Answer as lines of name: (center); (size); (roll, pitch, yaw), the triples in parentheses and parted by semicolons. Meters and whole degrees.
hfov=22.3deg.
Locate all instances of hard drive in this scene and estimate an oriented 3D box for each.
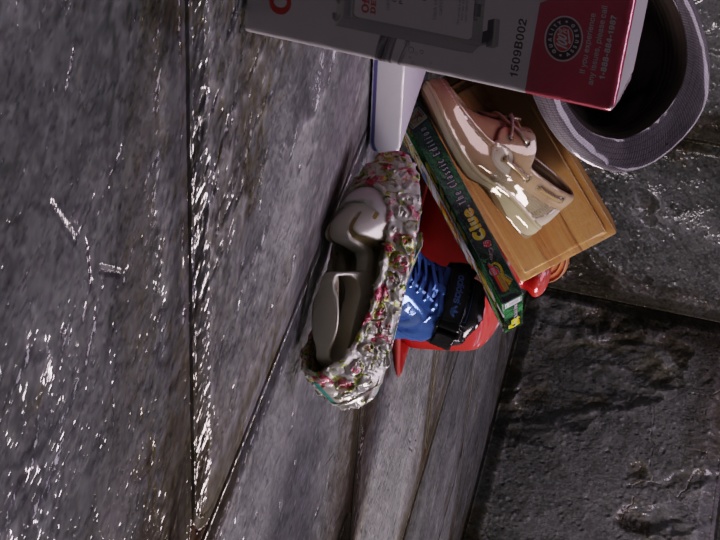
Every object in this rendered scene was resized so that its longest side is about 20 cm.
hard drive: (0.044, -0.207, 1.446); (0.132, 0.025, 0.200); (92, 12, -47)

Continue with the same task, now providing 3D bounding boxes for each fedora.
fedora: (0.205, -0.191, 1.586); (0.177, 0.090, 0.200); (-45, 120, -10)

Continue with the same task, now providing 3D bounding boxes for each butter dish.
butter dish: (0.109, -0.010, 1.745); (0.200, 0.147, 0.200); (88, 15, -58)

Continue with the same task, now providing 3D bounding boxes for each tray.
tray: (0.138, -0.094, 1.624); (0.200, 0.098, 0.037); (56, 15, -23)

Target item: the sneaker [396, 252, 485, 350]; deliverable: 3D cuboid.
sneaker: (0.049, 0.004, 1.475); (0.200, 0.111, 0.077); (86, 18, -62)

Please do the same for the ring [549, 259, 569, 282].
ring: (0.142, -0.077, 1.799); (0.019, 0.200, 0.201); (-34, 152, -21)

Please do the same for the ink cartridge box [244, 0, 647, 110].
ink cartridge box: (0.050, -0.176, 0.925); (0.083, 0.199, 0.147); (-52, 152, -64)

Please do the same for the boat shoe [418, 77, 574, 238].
boat shoe: (0.115, -0.106, 1.544); (0.200, 0.064, 0.071); (44, 16, -45)

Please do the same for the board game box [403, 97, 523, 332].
board game box: (0.083, -0.049, 1.531); (0.200, 0.023, 0.105); (63, -5, 16)

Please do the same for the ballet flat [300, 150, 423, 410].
ballet flat: (0.000, 0.000, 1.314); (0.064, 0.075, 0.201); (26, 66, -47)
